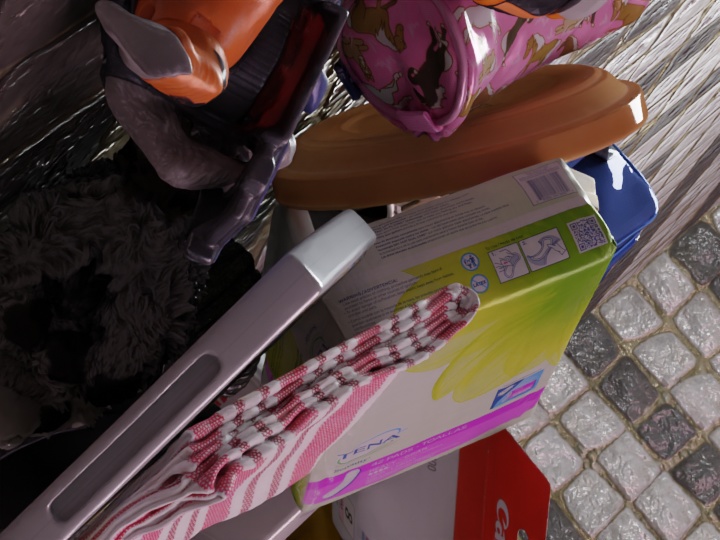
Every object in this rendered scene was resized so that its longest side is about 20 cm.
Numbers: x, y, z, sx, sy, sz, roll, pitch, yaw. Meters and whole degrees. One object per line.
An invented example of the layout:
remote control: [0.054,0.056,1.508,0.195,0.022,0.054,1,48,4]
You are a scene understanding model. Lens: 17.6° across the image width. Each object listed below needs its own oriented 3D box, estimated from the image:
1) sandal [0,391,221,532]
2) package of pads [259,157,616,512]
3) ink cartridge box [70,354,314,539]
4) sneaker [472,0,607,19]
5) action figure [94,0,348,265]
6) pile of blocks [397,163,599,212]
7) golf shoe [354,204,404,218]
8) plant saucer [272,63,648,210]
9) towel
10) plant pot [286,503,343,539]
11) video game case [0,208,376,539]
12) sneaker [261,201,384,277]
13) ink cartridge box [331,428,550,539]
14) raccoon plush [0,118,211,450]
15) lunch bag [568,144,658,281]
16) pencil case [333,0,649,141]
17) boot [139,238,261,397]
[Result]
sandal: [-0.149,0.094,1.112,0.199,0.076,0.043,-12,-154,34]
package of pads: [0.027,0.035,1.151,0.154,0.068,0.200,-20,156,-19]
ink cartridge box: [-0.121,0.128,1.337,0.200,0.146,0.084,-43,172,8]
sneaker: [0.102,-0.195,1.006,0.112,0.078,0.201,-1,125,-51]
action figure: [-0.044,-0.115,0.813,0.201,0.104,0.193,-66,-175,-15]
pile of blocks: [0.061,-0.069,1.332,0.200,0.062,0.083,17,-93,59]
golf shoe: [-0.026,0.005,1.473,0.200,0.077,0.088,-45,149,14]
plant saucer: [0.049,-0.074,1.211,0.199,0.033,0.200,-13,-167,3]
towel: [-0.043,0.081,0.980,0.200,0.030,0.146,-27,168,-49]
plant pot: [-0.113,0.177,1.505,0.201,0.201,0.189,-40,-174,-12]
video game case: [-0.072,0.051,0.955,0.182,0.023,0.200,-44,-179,9]
sneaker: [0.000,0.000,1.259,0.200,0.099,0.071,-117,-144,-82]
ink cartridge box: [0.039,0.131,1.319,0.057,0.200,0.163,-8,123,-16]
raccoon plush: [-0.100,-0.001,1.029,0.200,0.097,0.134,-40,179,-14]
lunch bag: [0.108,-0.033,1.591,0.200,0.136,0.132,-36,170,-40]
pencil case: [0.072,-0.133,1.147,0.200,0.083,0.087,-34,166,-47]
boot: [-0.140,0.078,1.239,0.158,0.079,0.211,-33,167,-44]
